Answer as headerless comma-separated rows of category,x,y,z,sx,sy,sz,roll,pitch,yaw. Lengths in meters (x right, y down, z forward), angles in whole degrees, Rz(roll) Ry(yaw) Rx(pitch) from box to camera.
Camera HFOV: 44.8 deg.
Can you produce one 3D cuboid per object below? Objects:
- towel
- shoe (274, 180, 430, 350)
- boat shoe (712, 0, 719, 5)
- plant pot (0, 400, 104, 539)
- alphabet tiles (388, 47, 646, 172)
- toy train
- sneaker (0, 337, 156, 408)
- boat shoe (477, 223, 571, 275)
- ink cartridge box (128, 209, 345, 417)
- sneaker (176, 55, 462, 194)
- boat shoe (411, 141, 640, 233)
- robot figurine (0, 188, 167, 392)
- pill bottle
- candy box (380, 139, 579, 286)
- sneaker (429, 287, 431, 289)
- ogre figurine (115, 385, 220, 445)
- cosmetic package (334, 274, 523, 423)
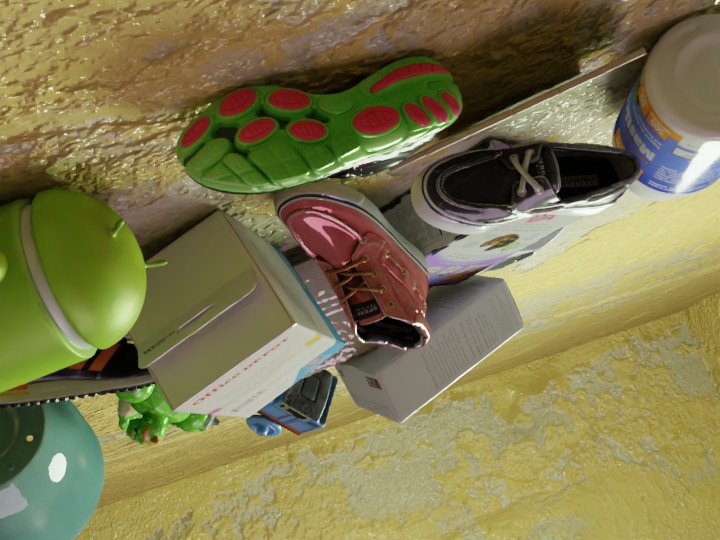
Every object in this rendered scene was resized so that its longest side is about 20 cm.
towel,-0.090,0.062,0.940,0.199,0.133,0.035,-22,-156,1
shoe,0.000,0.000,0.778,0.071,0.091,0.200,-24,143,28
boat shoe,0.231,-0.192,0.526,0.199,0.060,0.072,3,160,-28
plant pot,-0.373,0.190,0.895,0.200,0.201,0.161,-16,153,-18
alphabet tiles,0.118,-0.122,0.676,0.199,0.006,0.166,-24,-175,12
toy train,-0.128,0.126,1.032,0.200,0.087,0.114,35,141,-25
sneaker,-0.257,0.070,0.796,0.199,0.090,0.070,-6,178,-29
boat shoe,0.187,-0.043,1.040,0.068,0.072,0.200,-10,162,-40
ink cartridge box,-0.118,0.044,0.788,0.128,0.125,0.200,-36,163,3
sneaker,-0.024,-0.085,0.592,0.199,0.077,0.084,-14,160,-20
boat shoe,0.144,-0.076,0.743,0.199,0.072,0.068,-2,165,-17
robot figurine,-0.236,0.017,0.588,0.199,0.116,0.176,-21,161,1
pill bottle,0.289,-0.131,0.782,0.112,0.112,0.200,-20,165,-1
candy box,0.116,-0.052,0.911,0.200,0.072,0.167,-31,162,36
sneaker,0.064,0.011,1.072,0.116,0.075,0.200,-46,163,32
ogre figurine,-0.235,0.128,0.935,0.120,0.200,0.098,7,-132,38
cosmetic package,0.079,0.083,1.000,0.200,0.074,0.102,-35,-160,-22
